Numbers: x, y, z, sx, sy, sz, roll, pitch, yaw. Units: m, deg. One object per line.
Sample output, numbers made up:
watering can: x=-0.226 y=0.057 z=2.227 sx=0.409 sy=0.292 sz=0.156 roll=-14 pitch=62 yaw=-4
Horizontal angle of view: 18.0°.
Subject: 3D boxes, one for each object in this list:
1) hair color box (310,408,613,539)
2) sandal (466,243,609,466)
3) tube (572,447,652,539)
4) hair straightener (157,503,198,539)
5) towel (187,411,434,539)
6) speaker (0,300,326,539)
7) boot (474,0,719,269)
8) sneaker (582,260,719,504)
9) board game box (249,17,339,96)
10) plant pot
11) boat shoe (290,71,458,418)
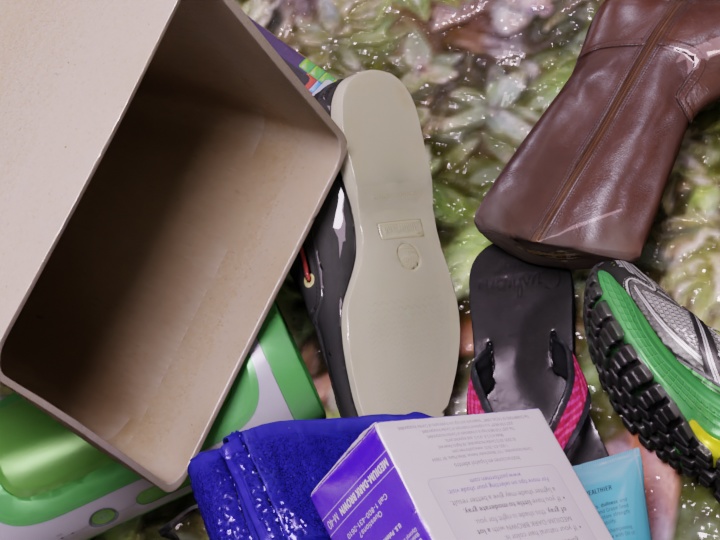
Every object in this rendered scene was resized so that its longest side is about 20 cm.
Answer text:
hair color box: x=0.072 y=0.161 z=0.998 sx=0.065 sy=0.109 sz=0.200 roll=-51 pitch=55 yaw=35
sandal: x=0.085 y=0.063 z=1.164 sx=0.075 sy=0.045 sz=0.201 roll=-10 pitch=59 yaw=7
tube: x=0.118 y=0.183 z=1.075 sx=0.077 sy=0.050 sz=0.201 roll=-12 pitch=64 yaw=1
hair straightener: x=-0.020 y=0.159 z=1.127 sx=0.200 sy=0.041 sz=0.077 roll=22 pitch=111 yaw=30
towel: x=0.015 y=0.154 z=1.052 sx=0.147 sy=0.050 sz=0.200 roll=-6 pitch=54 yaw=-23
speaker: x=-0.122 y=0.085 z=1.180 sx=0.199 sy=0.089 sz=0.089 roll=-25 pitch=58 yaw=-1
boot: x=0.174 y=-0.069 z=1.194 sx=0.186 sy=0.064 sz=0.200 roll=9 pitch=53 yaw=34
sneaker: x=0.188 y=0.065 z=1.131 sx=0.085 sy=0.078 sz=0.200 roll=-39 pitch=68 yaw=-17
board game box: x=-0.124 y=-0.062 z=1.280 sx=0.200 sy=0.057 sz=0.165 roll=-45 pitch=59 yaw=-12
plant pot: x=-0.152 y=-0.040 z=1.087 sx=0.177 sy=0.200 sz=0.201 roll=22 pitch=78 yaw=26
boat shoe: x=0.002 y=0.000 z=1.187 sx=0.063 sy=0.073 sz=0.202 roll=-21 pitch=72 yaw=47
